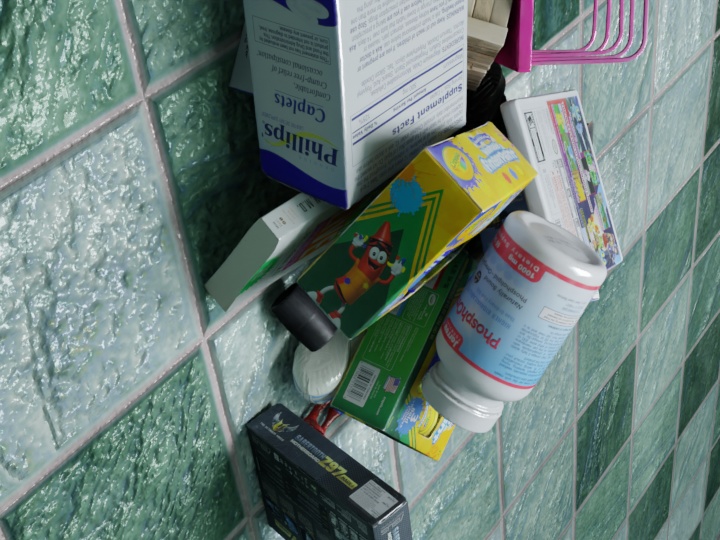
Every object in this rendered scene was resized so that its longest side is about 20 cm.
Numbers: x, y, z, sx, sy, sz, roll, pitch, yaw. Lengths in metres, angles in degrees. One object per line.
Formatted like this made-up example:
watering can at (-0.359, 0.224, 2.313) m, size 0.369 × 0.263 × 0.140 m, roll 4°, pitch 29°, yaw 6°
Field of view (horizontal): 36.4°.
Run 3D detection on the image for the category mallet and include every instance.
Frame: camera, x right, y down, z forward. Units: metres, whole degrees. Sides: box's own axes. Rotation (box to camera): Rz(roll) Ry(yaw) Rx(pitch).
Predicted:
mallet at (0.000, 0.000, 1.112) m, size 0.200 × 0.041 × 0.066 m, roll -40°, pitch 101°, yaw -21°

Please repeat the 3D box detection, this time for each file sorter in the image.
file sorter at (0.203, -0.278, 1.097) m, size 0.200 × 0.124 × 0.140 m, roll -97°, pitch -174°, yaw -75°

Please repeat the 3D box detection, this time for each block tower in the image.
block tower at (0.109, -0.232, 1.097) m, size 0.200 × 0.053 × 0.058 m, roll 134°, pitch -30°, yaw -87°

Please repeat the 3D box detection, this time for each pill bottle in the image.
pill bottle at (0.141, 0.053, 1.053) m, size 0.108 × 0.109 × 0.201 m, roll -1°, pitch 125°, yaw -56°

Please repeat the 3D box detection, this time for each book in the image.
book at (-0.042, -0.051, 1.006) m, size 0.200 × 0.048 × 0.134 m, roll -36°, pitch 174°, yaw -39°

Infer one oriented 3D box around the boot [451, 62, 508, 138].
boot at (0.128, -0.118, 1.259) m, size 0.212 × 0.079 × 0.158 m, roll -57°, pitch 145°, yaw -21°

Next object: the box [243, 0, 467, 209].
box at (0.001, -0.188, 0.921) m, size 0.184 × 0.104 × 0.202 m, roll -37°, pitch 137°, yaw -40°

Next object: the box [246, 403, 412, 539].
box at (-0.028, 0.246, 1.107) m, size 0.051 × 0.199 × 0.159 m, roll -30°, pitch 131°, yaw -29°

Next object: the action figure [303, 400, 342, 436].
action figure at (0.008, 0.109, 1.234) m, size 0.201 × 0.051 × 0.066 m, roll -57°, pitch 142°, yaw -24°

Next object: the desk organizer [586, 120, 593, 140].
desk organizer at (0.260, -0.104, 1.467) m, size 0.072 × 0.077 × 0.201 m, roll -41°, pitch 138°, yaw -38°

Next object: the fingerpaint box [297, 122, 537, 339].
fingerpaint box at (0.058, -0.040, 0.977) m, size 0.167 × 0.073 × 0.200 m, roll -45°, pitch 175°, yaw 24°

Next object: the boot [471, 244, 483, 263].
boot at (0.174, -0.062, 1.388) m, size 0.199 × 0.097 × 0.075 m, roll -35°, pitch 177°, yaw -11°

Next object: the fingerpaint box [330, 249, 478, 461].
fingerpaint box at (0.072, 0.086, 1.168) m, size 0.201 × 0.073 × 0.167 m, roll -64°, pitch 150°, yaw -8°

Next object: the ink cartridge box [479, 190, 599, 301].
ink cartridge box at (0.192, -0.026, 1.184) m, size 0.136 × 0.076 × 0.202 m, roll 1°, pitch 77°, yaw -57°

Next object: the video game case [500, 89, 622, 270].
video game case at (0.216, -0.087, 1.157) m, size 0.182 × 0.023 × 0.202 m, roll -20°, pitch 95°, yaw -57°

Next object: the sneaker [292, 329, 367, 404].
sneaker at (-0.015, 0.046, 1.153) m, size 0.201 × 0.071 × 0.073 m, roll -63°, pitch 176°, yaw -14°

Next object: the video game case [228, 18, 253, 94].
video game case at (-0.022, -0.236, 1.002) m, size 0.199 × 0.045 × 0.183 m, roll 2°, pitch 106°, yaw -57°
